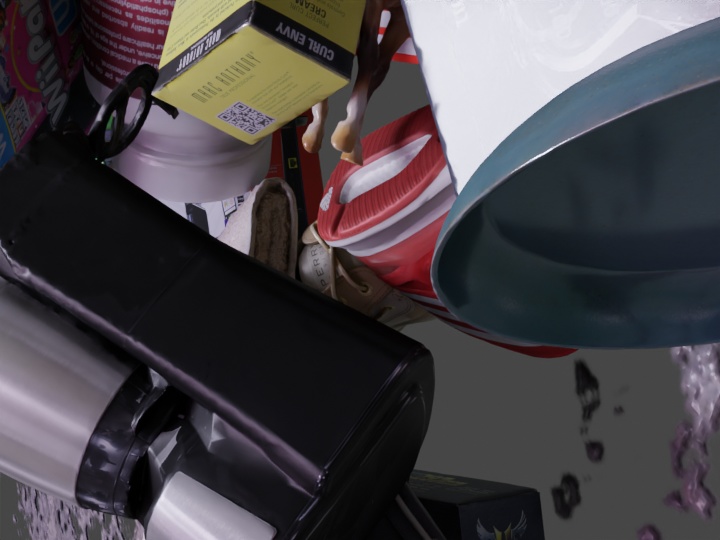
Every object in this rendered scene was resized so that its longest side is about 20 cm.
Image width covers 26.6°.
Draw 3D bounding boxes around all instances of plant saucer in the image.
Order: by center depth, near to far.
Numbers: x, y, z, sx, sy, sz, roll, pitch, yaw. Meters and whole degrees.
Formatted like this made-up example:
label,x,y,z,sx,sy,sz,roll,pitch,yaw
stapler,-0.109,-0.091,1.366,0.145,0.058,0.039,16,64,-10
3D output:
label,x,y,z,sx,sy,sz,roll,pitch,yaw
plant saucer,0.115,-0.024,0.405,0.200,0.199,0.028,133,132,-58

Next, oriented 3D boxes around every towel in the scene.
label,x,y,z,sx,sy,sz,roll,pitch,yaw
towel,-0.076,0.065,0.793,0.132,0.034,0.201,-40,41,54

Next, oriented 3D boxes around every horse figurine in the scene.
label,x,y,z,sx,sy,sz,roll,pitch,yaw
horse figurine,0.001,-0.113,0.641,0.133,0.050,0.200,-69,20,0

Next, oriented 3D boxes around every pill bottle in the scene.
label,x,y,z,sx,sy,sz,roll,pitch,yaw
pill bottle,-0.084,-0.141,0.759,0.113,0.112,0.201,50,143,47

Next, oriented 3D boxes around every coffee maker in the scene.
label,x,y,z,sx,sy,sz,roll,pitch,yaw
coffee maker,-0.069,0.030,0.643,0.199,0.135,0.193,29,88,15

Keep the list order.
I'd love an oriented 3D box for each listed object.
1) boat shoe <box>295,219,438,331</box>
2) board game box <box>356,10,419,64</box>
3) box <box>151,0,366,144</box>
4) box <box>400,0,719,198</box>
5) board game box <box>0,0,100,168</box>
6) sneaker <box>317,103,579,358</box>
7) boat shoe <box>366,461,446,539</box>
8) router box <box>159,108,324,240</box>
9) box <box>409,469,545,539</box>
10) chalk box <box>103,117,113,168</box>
label,x,y,z,sx,sy,sz,roll,pitch,yaw
boat shoe,0.000,0.000,0.785,0.200,0.069,0.074,-47,56,58
board game box,0.033,-0.171,0.693,0.200,0.046,0.152,20,116,61
box,-0.026,-0.156,0.610,0.075,0.050,0.201,-26,47,50
box,0.099,-0.135,0.445,0.182,0.104,0.201,-28,71,41
board game box,-0.171,-0.137,0.785,0.064,0.201,0.148,15,144,17
sneaker,0.089,-0.032,0.613,0.199,0.115,0.079,-18,44,40
boat shoe,0.009,0.098,0.735,0.073,0.062,0.200,58,-172,-36
router box,-0.079,-0.003,0.966,0.200,0.049,0.181,-7,91,64
box,0.031,0.187,0.796,0.200,0.051,0.159,-8,88,64
chalk box,-0.215,-0.137,1.116,0.124,0.123,0.201,-30,71,62
